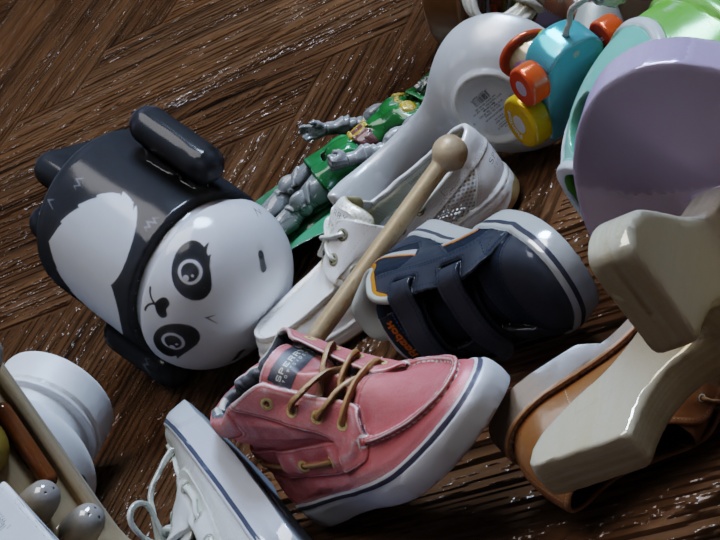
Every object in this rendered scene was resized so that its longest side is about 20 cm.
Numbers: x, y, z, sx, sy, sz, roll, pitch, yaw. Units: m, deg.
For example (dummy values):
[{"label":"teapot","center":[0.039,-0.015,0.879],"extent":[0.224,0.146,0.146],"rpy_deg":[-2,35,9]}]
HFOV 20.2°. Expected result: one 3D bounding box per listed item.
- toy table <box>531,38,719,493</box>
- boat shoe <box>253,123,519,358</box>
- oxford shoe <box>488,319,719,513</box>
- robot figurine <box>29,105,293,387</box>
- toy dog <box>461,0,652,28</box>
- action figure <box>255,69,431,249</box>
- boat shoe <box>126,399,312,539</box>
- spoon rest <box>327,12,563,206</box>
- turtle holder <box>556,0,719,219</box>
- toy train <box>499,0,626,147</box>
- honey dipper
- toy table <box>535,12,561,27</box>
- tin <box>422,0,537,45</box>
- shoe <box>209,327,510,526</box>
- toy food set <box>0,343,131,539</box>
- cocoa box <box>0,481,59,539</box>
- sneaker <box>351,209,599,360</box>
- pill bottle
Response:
[{"label":"toy table","center":[0.155,0.018,0.826],"extent":[0.183,0.200,0.118],"rpy_deg":[-36,22,39]},{"label":"boat shoe","center":[0.004,-0.019,1.274],"extent":[0.200,0.069,0.071],"rpy_deg":[-39,26,-2]},{"label":"oxford shoe","center":[0.161,0.045,0.974],"extent":[0.199,0.071,0.071],"rpy_deg":[-39,50,0]},{"label":"robot figurine","center":[-0.136,-0.016,1.341],"extent":[0.199,0.151,0.125],"rpy_deg":[33,74,34]},{"label":"toy dog","center":[0.153,-0.215,1.337],"extent":[0.096,0.131,0.202],"rpy_deg":[93,-157,-83]},{"label":"action figure","center":[-0.013,-0.075,1.418],"extent":[0.199,0.055,0.118],"rpy_deg":[-38,30,0]},{"label":"boat shoe","center":[-0.084,0.146,1.115],"extent":[0.086,0.075,0.202],"rpy_deg":[-42,34,-2]},{"label":"spoon rest","center":[0.062,-0.097,1.320],"extent":[0.199,0.099,0.061],"rpy_deg":[-34,16,37]},{"label":"turtle holder","center":[0.181,-0.062,1.029],"extent":[0.131,0.141,0.185],"rpy_deg":[-39,37,-8]},{"label":"toy train","center":[0.151,-0.122,1.143],"extent":[0.056,0.199,0.151],"rpy_deg":[43,105,36]},{"label":"honey dipper","center":[0.000,0.000,1.224],"extent":[0.201,0.038,0.038],"rpy_deg":[-55,25,-1]},{"label":"toy table","center":[0.122,-0.258,1.479],"extent":[0.199,0.117,0.184],"rpy_deg":[-27,26,24]},{"label":"tin","center":[0.086,-0.241,1.341],"extent":[0.042,0.202,0.111],"rpy_deg":[13,14,37]},{"label":"shoe","center":[-0.007,0.070,1.037],"extent":[0.072,0.091,0.200],"rpy_deg":[-57,11,-30]},{"label":"toy food set","center":[-0.221,0.112,1.165],"extent":[0.143,0.201,0.060],"rpy_deg":[-29,-12,-43]},{"label":"cocoa box","center":[-0.165,0.220,1.008],"extent":[0.133,0.132,0.200],"rpy_deg":[-42,24,-11]},{"label":"sneaker","center":[0.059,0.018,1.127],"extent":[0.079,0.079,0.200],"rpy_deg":[-39,12,-17]},{"label":"pill bottle","center":[-0.232,0.147,1.254],"extent":[0.111,0.112,0.201],"rpy_deg":[-17,31,38]}]
